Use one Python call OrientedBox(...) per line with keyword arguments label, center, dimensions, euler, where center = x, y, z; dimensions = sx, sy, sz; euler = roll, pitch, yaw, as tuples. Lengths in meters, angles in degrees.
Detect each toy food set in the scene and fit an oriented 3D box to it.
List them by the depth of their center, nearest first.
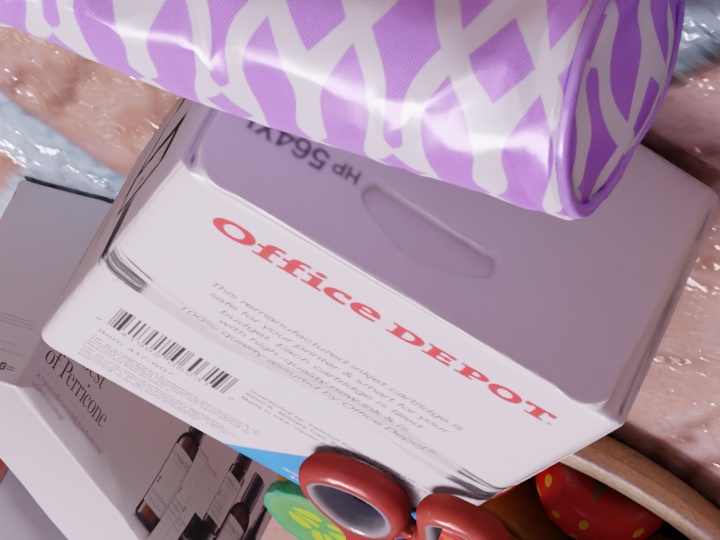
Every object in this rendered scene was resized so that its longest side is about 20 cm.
OrientedBox(label="toy food set", center=(0.067, 0.109, 1.122), dimensions=(0.200, 0.049, 0.198), euler=(36, 156, -21))

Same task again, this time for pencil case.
OrientedBox(label="pencil case", center=(-0.014, -0.081, 0.773), dimensions=(0.200, 0.084, 0.086), euler=(19, 133, 16))

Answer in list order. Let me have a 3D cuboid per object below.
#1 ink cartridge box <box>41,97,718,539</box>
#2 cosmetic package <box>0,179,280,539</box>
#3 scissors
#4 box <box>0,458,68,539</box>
OrientedBox(label="ink cartridge box", center=(0.000, 0.000, 0.915), dimensions=(0.146, 0.084, 0.200), euler=(31, 158, -8))
OrientedBox(label="cosmetic package", center=(-0.091, 0.057, 1.148), dimensions=(0.051, 0.083, 0.200), euler=(12, 153, 28))
OrientedBox(label="scissors", center=(0.009, 0.104, 1.013), dimensions=(0.073, 0.014, 0.200), euler=(22, 158, 5))
OrientedBox(label="box", center=(-0.208, 0.070, 1.231), dimensions=(0.200, 0.124, 0.098), euler=(17, 155, 24))
